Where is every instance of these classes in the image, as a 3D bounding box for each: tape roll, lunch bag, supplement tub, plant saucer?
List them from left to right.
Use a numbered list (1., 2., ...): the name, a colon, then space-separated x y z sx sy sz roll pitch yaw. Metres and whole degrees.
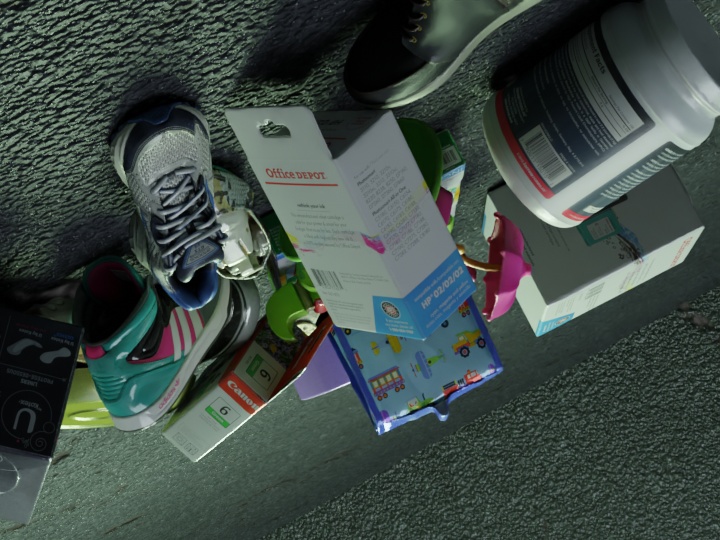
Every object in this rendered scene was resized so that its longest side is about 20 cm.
1. plant saucer: -0.257 0.127 1.537 0.197 0.031 0.200 -6 167 -1
2. tape roll: 0.007 0.077 1.827 0.198 0.066 0.200 -26 -179 0
3. lunch bag: 0.049 0.064 1.676 0.149 0.202 0.094 -24 166 -9
4. supplement tub: 0.219 -0.143 1.385 0.199 0.141 0.140 -34 164 27

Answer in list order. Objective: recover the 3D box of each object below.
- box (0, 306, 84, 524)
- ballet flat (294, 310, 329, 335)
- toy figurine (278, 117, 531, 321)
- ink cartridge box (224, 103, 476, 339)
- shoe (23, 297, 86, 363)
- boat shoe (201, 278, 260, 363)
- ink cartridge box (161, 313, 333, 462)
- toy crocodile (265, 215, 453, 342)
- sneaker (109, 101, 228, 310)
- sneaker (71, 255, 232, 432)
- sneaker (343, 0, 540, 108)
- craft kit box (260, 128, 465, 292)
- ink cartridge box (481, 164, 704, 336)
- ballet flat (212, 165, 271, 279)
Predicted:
1. box: -0.308 0.116 1.274 0.131 0.116 0.200 15 153 -11
2. ballet flat: 0.002 0.023 1.592 0.198 0.047 0.067 -26 165 -4
3. toy figurine: 0.057 -0.018 1.388 0.183 0.152 0.199 31 150 -35
4. ink cartridge box: -0.008 -0.053 1.177 0.068 0.201 0.115 -41 -153 -28
5. shoe: -0.260 0.049 1.376 0.069 0.054 0.200 -2 172 24
6. boat shoe: -0.171 0.064 1.532 0.063 0.071 0.200 -12 161 -47
7. ink cartridge box: -0.105 0.096 1.542 0.200 0.050 0.109 -42 -169 39
8. toy crocodile: 0.000 0.000 1.474 0.198 0.062 0.068 -26 166 -10
9. sneaker: -0.129 -0.043 1.160 0.076 0.086 0.201 -24 150 -14
10. sneaker: -0.184 0.026 1.362 0.083 0.122 0.201 -6 -142 26
11. sneaker: 0.038 -0.187 1.073 0.199 0.075 0.106 -36 151 32
12. craft kit box: 0.002 -0.045 1.531 0.198 0.049 0.198 -26 163 -8
13. ink cartridge box: 0.258 -0.047 1.784 0.198 0.147 0.147 -26 165 -6
14. ballet flat: -0.109 -0.032 1.317 0.071 0.073 0.200 -27 166 1
